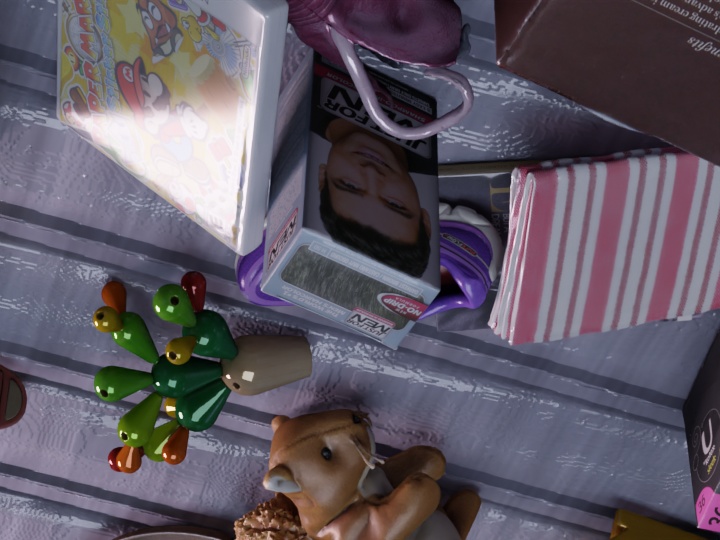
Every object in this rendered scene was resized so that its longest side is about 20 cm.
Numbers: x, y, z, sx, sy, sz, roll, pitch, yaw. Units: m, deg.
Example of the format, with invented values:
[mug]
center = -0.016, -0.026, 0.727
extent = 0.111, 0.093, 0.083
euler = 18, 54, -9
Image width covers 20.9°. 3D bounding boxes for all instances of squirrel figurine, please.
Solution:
[squirrel figurine]
center = -0.020, 0.203, 1.525
extent = 0.200, 0.142, 0.187
euler = -36, 114, 24

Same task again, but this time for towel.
[towel]
center = 0.189, -0.025, 1.349
extent = 0.199, 0.030, 0.147
euler = -9, 130, -19

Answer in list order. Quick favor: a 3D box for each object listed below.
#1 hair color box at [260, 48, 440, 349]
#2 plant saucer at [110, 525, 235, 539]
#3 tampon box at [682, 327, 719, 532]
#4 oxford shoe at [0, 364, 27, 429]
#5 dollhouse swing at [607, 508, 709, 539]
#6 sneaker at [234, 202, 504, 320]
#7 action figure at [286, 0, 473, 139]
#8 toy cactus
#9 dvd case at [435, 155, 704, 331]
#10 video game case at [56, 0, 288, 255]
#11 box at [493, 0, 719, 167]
[hair color box]
center = -0.004, -0.052, 1.259
extent = 0.098, 0.201, 0.061
euler = 24, 128, -18
[plant saucer]
center = -0.152, 0.281, 1.662
extent = 0.199, 0.032, 0.201
euler = 0, 131, 1
[tampon box]
center = 0.358, 0.115, 1.437
extent = 0.198, 0.127, 0.151
euler = 10, 130, -6
[oxford shoe]
center = -0.357, 0.092, 1.499
extent = 0.198, 0.071, 0.075
euler = 10, 157, -9
[dollhouse swing]
center = 0.233, 0.341, 1.596
extent = 0.181, 0.201, 0.176
euler = 21, 140, -15
[sneaker]
center = 0.000, 0.000, 1.374
extent = 0.199, 0.084, 0.081
euler = -5, 129, 21
[action figure]
center = -0.035, -0.171, 1.204
extent = 0.134, 0.150, 0.199
euler = -30, 138, 32
[toy cactus]
center = -0.121, 0.072, 1.459
extent = 0.164, 0.103, 0.201
euler = -7, 130, -17
[dvd case]
center = 0.148, -0.018, 1.404
extent = 0.198, 0.016, 0.149
euler = -3, 130, 5
[video game case]
center = -0.125, -0.130, 1.235
extent = 0.182, 0.023, 0.201
euler = 36, 141, 24
[box]
center = 0.194, -0.206, 1.144
extent = 0.165, 0.165, 0.200
euler = 22, 128, -17
